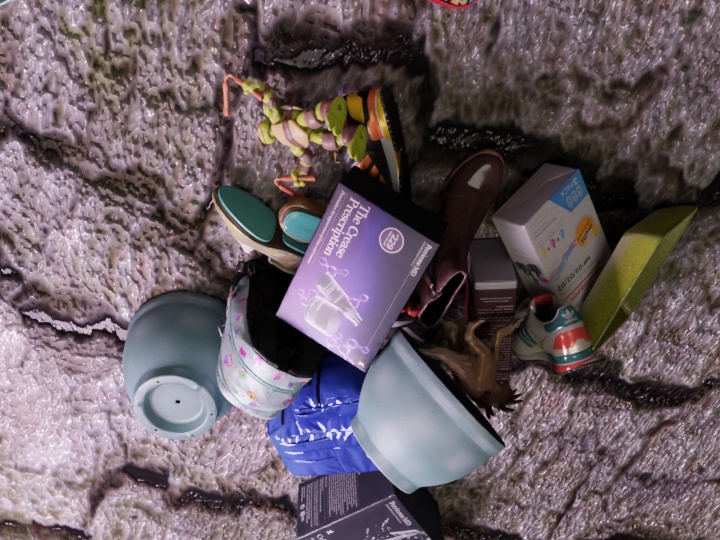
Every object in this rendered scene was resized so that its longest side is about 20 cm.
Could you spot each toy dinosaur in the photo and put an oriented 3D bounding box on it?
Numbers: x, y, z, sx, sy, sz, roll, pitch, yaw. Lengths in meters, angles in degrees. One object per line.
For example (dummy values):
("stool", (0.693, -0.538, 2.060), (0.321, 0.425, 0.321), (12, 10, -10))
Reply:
("toy dinosaur", (0.150, 0.131, 0.910), (0.084, 0.198, 0.140), (-2, 86, 35))

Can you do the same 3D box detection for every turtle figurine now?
("turtle figurine", (-0.069, -0.166, 0.865), (0.158, 0.065, 0.202), (8, 141, 36))

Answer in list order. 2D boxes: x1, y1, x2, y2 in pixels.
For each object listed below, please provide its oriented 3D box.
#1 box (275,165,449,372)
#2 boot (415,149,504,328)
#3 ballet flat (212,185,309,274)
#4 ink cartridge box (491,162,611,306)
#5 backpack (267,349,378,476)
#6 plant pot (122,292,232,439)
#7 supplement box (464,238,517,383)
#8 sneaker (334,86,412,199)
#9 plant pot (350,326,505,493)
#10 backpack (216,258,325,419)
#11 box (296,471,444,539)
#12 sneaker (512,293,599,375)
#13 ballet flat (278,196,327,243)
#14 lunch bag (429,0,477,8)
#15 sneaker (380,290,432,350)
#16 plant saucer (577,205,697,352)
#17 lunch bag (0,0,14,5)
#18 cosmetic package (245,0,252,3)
("box", (0.000, 0.000, 0.874), (0.139, 0.079, 0.203), (29, 117, 1))
("boot", (0.131, -0.041, 0.910), (0.071, 0.168, 0.202), (25, 119, -14))
("ballet flat", (-0.122, -0.041, 0.965), (0.197, 0.071, 0.071), (28, 118, -19))
("ink cartridge box", (0.270, -0.026, 0.959), (0.115, 0.067, 0.202), (-42, 121, -15))
("backpack", (-0.045, 0.204, 1.069), (0.195, 0.164, 0.170), (-14, 125, 17))
("plant pot", (-0.257, 0.155, 1.034), (0.194, 0.135, 0.205), (-1, 123, -2))
("supplement box", (0.184, 0.070, 1.020), (0.059, 0.110, 0.204), (-3, 123, 3))
("sneaker", (0.013, -0.135, 0.915), (0.088, 0.071, 0.204), (-1, 124, 16))
("plant pot", (0.071, 0.193, 0.907), (0.134, 0.201, 0.200), (-44, 116, 2))
("backpack", (-0.119, 0.098, 0.970), (0.164, 0.202, 0.128), (24, 120, -18))
("box", (0.019, 0.438, 1.243), (0.194, 0.125, 0.201), (-29, 120, 13))
("sneaker", (0.249, 0.074, 0.950), (0.069, 0.200, 0.096), (-16, 95, -7))
("ballet flat", (-0.020, -0.048, 0.957), (0.196, 0.073, 0.069), (22, 119, -17))
("lunch bag", (0.076, -0.397, 0.738), (0.172, 0.083, 0.204), (16, 119, -8))
("sneaker", (0.024, 0.068, 1.008), (0.196, 0.071, 0.100), (14, 99, -25))
("plant saucer", (0.368, 0.004, 0.970), (0.048, 0.198, 0.203), (35, 124, 24))
("lunch bag", (-0.280, -0.355, 0.689), (0.195, 0.172, 0.124), (-18, 121, 13))
("cosmetic package", (-0.081, -0.388, 0.716), (0.084, 0.109, 0.200), (34, 117, -23))
